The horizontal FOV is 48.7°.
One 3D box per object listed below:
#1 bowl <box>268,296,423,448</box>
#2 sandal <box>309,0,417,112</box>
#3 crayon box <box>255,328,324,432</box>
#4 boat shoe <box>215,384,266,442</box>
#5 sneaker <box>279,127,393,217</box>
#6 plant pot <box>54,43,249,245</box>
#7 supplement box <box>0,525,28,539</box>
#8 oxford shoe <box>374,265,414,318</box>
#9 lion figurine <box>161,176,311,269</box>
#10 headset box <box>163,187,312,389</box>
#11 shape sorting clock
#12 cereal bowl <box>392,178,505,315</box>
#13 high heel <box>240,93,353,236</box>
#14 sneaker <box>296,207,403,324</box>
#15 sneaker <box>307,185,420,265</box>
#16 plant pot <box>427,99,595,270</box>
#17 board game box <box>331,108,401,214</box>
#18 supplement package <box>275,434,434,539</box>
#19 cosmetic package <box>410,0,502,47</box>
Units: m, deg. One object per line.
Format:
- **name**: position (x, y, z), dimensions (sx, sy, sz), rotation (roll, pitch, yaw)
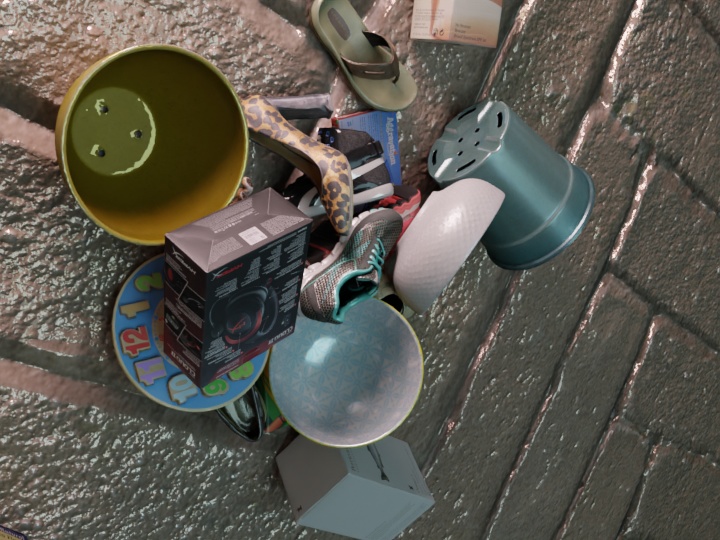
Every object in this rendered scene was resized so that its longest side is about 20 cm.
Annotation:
- **bowl**: position (-0.019, 0.138, 1.058), dimensions (0.200, 0.200, 0.108), rotation (-51, 171, -14)
- **sandal**: position (0.010, -0.284, 1.054), dimensions (0.201, 0.057, 0.080), rotation (41, 73, -36)
- **crayon box**: position (-0.094, 0.111, 1.109), dimensions (0.126, 0.051, 0.202), rotation (-15, 113, -34)
- **boat shoe**: position (-0.175, 0.133, 1.020), dimensions (0.073, 0.065, 0.201), rotation (-35, 110, -10)
- **sneaker**: position (-0.063, -0.127, 1.047), dimensions (0.198, 0.073, 0.113), rotation (-15, 91, -13)
- **plant pot**: position (-0.240, -0.141, 0.849), dimensions (0.199, 0.142, 0.202), rotation (-14, 113, -35)
- **supplement box**: position (-0.436, 0.345, 0.812), dimensions (0.200, 0.199, 0.135), rotation (43, 77, -39)
- **oxford shoe**: position (0.038, 0.047, 1.148), dimensions (0.071, 0.074, 0.200), rotation (-33, 153, 13)
- **lion figurine**: position (-0.159, -0.043, 0.969), dimensions (0.122, 0.073, 0.200), rotation (-27, 125, 18)
- **headset box**: position (-0.141, 0.028, 0.893), dimensions (0.148, 0.075, 0.201), rotation (-30, 146, -38)
- **shape sorting clock**: position (-0.201, 0.070, 0.967), dimensions (0.198, 0.039, 0.202), rotation (7, 72, -24)
- **cereal bowl**: position (0.104, -0.044, 1.067), dimensions (0.083, 0.200, 0.201), rotation (34, 79, 2)
- **high heel**: position (-0.088, -0.124, 0.966), dimensions (0.141, 0.071, 0.202), rotation (-8, 69, -16)
- **sneaker**: position (0.000, 0.000, 0.998), dimensions (0.200, 0.091, 0.078), rotation (-47, 132, -24)
- **sneaker**: position (0.012, -0.040, 1.105), dimensions (0.199, 0.074, 0.087), rotation (-30, 123, -22)
- **plant pot**: position (0.215, -0.137, 1.196), dimensions (0.196, 0.200, 0.201), rotation (39, 79, -31)
- **board game box**: position (0.014, -0.127, 1.137), dimensions (0.102, 0.019, 0.202), rotation (-19, 115, -30)
- **supplement package**: position (-0.007, 0.311, 1.177), dimensions (0.117, 0.117, 0.199), rotation (-44, 134, 17)
- **cosmetic package**: position (0.141, -0.417, 1.100), dimensions (0.103, 0.087, 0.202), rotation (-6, 108, -36)
